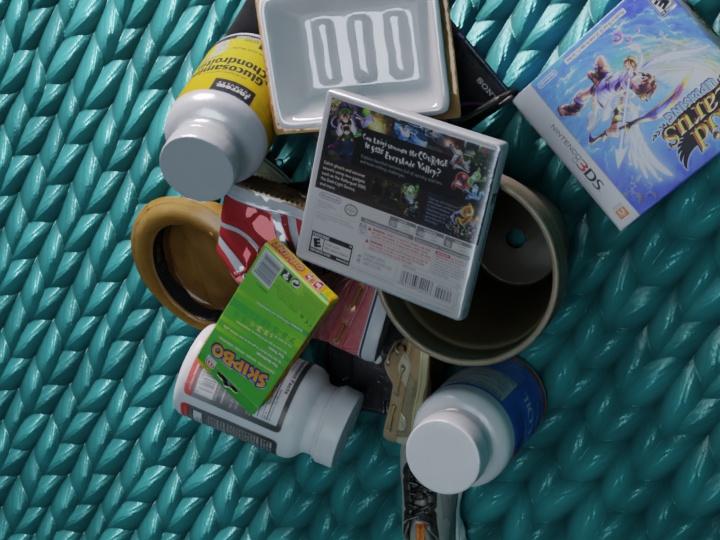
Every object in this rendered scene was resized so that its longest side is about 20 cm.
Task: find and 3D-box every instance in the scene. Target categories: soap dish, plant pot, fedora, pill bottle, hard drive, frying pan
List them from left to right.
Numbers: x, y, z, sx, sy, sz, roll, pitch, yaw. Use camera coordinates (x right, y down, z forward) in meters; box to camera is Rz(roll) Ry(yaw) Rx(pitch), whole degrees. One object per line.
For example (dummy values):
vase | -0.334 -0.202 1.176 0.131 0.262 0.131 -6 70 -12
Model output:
fedora | -0.179 -0.016 1.530 0.201 0.082 0.201 17 132 20
pill bottle | -0.143 -0.163 1.372 0.112 0.200 0.112 8 129 10
pill bottle | -0.106 0.149 1.490 0.200 0.116 0.116 22 112 8
soap dish | 0.000 -0.229 1.317 0.200 0.081 0.157 -4 108 14
hard drive | 0.026 0.069 1.498 0.140 0.038 0.200 6 107 23
frying pan | 0.069 -0.143 1.340 0.190 0.115 0.031 -45 62 20
pill bottle | 0.123 0.168 1.388 0.112 0.200 0.112 7 107 23
plant pot | 0.137 -0.017 1.344 0.200 0.174 0.200 6 105 25

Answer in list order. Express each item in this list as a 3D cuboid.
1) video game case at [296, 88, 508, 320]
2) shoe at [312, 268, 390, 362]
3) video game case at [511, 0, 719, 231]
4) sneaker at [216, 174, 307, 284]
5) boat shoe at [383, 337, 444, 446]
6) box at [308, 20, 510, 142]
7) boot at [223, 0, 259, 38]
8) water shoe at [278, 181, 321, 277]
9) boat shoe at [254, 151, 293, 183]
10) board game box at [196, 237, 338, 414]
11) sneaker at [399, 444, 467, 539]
video game case | 0.037 -0.067 1.271 0.200 0.023 0.182 22 111 26
shoe | 0.000 0.000 1.425 0.091 0.071 0.200 19 111 9
video game case | 0.287 -0.171 1.308 0.200 0.045 0.181 -42 86 28
sneaker | -0.067 -0.021 1.392 0.200 0.071 0.113 24 110 18
boat shoe | 0.057 0.109 1.433 0.064 0.071 0.200 12 110 20
box | 0.043 -0.183 1.391 0.200 0.036 0.143 -38 103 20
boot | -0.058 -0.268 1.429 0.165 0.066 0.200 39 118 4
water shoe | -0.083 -0.016 1.487 0.079 0.072 0.200 8 116 -10
boat shoe | -0.127 -0.115 1.507 0.075 0.062 0.200 -38 102 23
board game box | -0.105 0.065 1.382 0.096 0.030 0.200 44 126 11
sneaker | 0.082 0.273 1.505 0.074 0.079 0.200 -3 101 27
